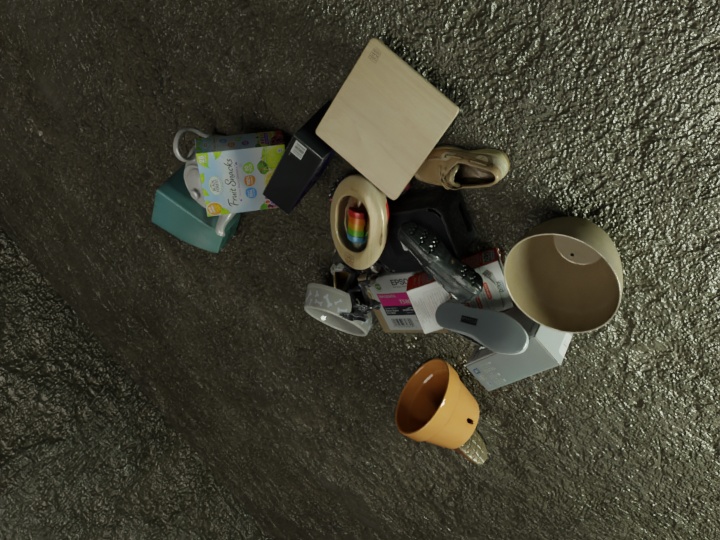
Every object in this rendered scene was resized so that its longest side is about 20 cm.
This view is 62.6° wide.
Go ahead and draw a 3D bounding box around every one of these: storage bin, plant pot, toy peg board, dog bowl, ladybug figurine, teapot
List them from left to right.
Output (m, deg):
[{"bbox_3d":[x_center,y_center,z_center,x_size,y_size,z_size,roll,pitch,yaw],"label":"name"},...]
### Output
[{"bbox_3d":[-0.430,-0.155,1.588,0.198,0.143,0.142,35,141,-2],"label":"plant pot"},{"bbox_3d":[-0.365,-0.227,1.456,0.198,0.146,0.199,38,140,7],"label":"teapot"},{"bbox_3d":[-0.054,0.102,1.479,0.195,0.060,0.201,21,163,6],"label":"dog bowl"},{"bbox_3d":[0.004,-0.097,1.174,0.134,0.071,0.205,28,127,28],"label":"ladybug figurine"},{"bbox_3d":[0.055,-0.280,1.098,0.199,0.098,0.201,39,115,3],"label":"toy peg board"},{"bbox_3d":[0.121,-0.082,1.215,0.196,0.094,0.138,-5,121,41],"label":"storage bin"},{"bbox_3d":[0.199,0.341,1.459,0.139,0.204,0.199,34,144,-18],"label":"plant pot"},{"bbox_3d":[0.365,-0.014,1.035,0.196,0.135,0.204,22,136,22],"label":"plant pot"}]

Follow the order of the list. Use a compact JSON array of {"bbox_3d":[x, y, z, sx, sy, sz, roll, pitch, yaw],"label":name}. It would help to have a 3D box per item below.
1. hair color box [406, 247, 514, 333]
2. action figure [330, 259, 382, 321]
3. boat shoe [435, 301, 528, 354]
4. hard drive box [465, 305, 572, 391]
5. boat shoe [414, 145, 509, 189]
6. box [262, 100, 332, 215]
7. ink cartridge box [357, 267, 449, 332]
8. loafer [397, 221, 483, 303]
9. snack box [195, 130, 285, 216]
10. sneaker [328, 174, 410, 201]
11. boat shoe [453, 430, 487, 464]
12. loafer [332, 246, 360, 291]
[{"bbox_3d":[0.204,0.043,1.216,0.195,0.064,0.113,-18,114,19],"label":"hair color box"},{"bbox_3d":[0.000,0.000,1.298,0.100,0.205,0.118,23,145,-30],"label":"action figure"},{"bbox_3d":[0.236,0.115,1.132,0.196,0.076,0.068,11,168,40],"label":"boat shoe"},{"bbox_3d":[0.324,0.137,1.186,0.077,0.156,0.199,45,141,-5],"label":"hard drive box"},{"bbox_3d":[0.174,-0.187,1.099,0.196,0.065,0.073,3,127,38],"label":"boat shoe"},{"bbox_3d":[-0.111,-0.232,1.238,0.078,0.143,0.200,36,141,-6],"label":"box"},{"bbox_3d":[0.110,0.057,1.359,0.196,0.075,0.167,-6,121,44],"label":"ink cartridge box"},{"bbox_3d":[0.144,-0.011,1.131,0.199,0.068,0.071,40,133,-2],"label":"loafer"},{"bbox_3d":[-0.266,-0.220,1.350,0.194,0.069,0.172,-8,133,-9],"label":"snack box"},{"bbox_3d":[0.026,-0.170,1.242,0.196,0.083,0.074,-4,151,42],"label":"sneaker"},{"bbox_3d":[0.252,0.437,1.581,0.199,0.072,0.068,42,147,12],"label":"boat shoe"},{"bbox_3d":[-0.032,-0.030,1.404,0.071,0.072,0.204,22,135,24],"label":"loafer"}]
